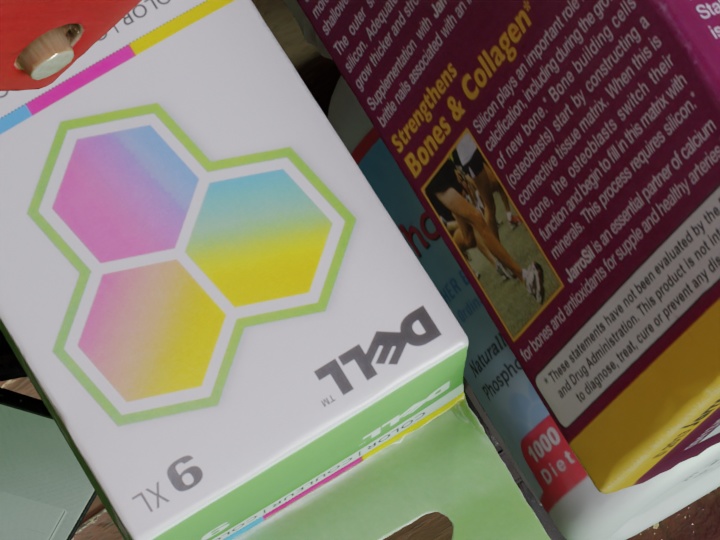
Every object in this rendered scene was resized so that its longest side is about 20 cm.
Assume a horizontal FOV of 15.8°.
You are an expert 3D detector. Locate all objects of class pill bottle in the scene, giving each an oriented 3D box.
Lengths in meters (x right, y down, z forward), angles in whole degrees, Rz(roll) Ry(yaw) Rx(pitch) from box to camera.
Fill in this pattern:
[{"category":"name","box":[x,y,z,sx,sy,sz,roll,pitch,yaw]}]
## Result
[{"category":"pill bottle","box":[0.058,-0.026,0.783,0.108,0.201,0.109,-30,167,-7]}]

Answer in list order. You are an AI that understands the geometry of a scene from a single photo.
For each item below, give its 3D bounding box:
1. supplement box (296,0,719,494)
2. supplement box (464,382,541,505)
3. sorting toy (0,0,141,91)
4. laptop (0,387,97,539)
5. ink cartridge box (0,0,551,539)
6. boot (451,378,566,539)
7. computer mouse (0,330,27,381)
[{"category":"supplement box","box":[0.072,-0.067,0.659,0.103,0.201,0.131,-23,165,-30]},{"category":"supplement box","box":[0.147,0.007,1.012,0.199,0.061,0.109,-30,168,-22]},{"category":"sorting toy","box":[-0.138,-0.050,0.531,0.199,0.070,0.200,-38,166,27]},{"category":"laptop","box":[-0.201,0.105,0.858,0.199,0.117,0.187,17,153,-10]},{"category":"ink cartridge box","box":[-0.039,0.014,0.708,0.103,0.201,0.059,-30,167,-8]},{"category":"boot","box":[0.036,0.065,1.115,0.199,0.175,0.069,-19,177,-45]},{"category":"computer mouse","box":[-0.091,0.013,0.930,0.109,0.044,0.200,-20,176,27]}]
